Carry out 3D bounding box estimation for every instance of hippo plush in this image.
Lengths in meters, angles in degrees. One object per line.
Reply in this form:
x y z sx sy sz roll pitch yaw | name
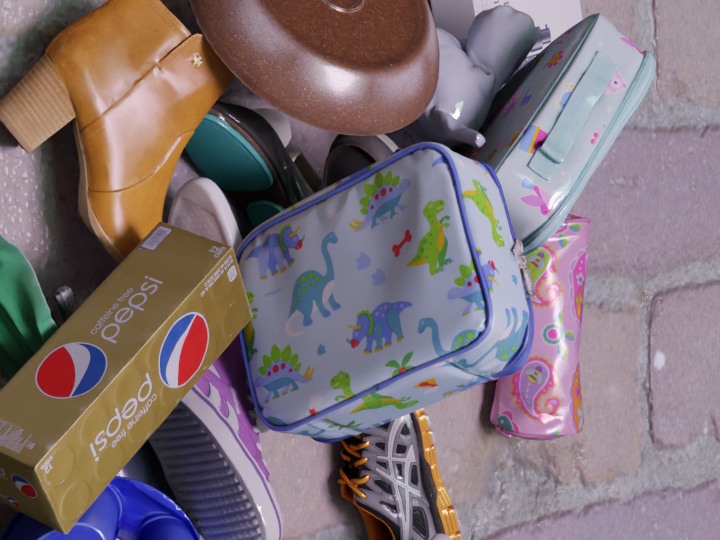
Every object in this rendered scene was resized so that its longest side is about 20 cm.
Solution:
0.022 -0.157 1.343 0.161 0.159 0.200 38 44 -7 | hippo plush

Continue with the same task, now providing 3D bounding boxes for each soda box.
-0.154 0.064 1.081 0.200 0.064 0.068 -50 145 -32 | soda box

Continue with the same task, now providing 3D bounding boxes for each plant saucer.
-0.023 -0.185 1.194 0.199 0.037 0.201 19 50 -24 | plant saucer

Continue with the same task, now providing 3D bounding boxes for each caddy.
-0.181 0.230 1.109 0.141 0.105 0.201 28 93 -11 | caddy

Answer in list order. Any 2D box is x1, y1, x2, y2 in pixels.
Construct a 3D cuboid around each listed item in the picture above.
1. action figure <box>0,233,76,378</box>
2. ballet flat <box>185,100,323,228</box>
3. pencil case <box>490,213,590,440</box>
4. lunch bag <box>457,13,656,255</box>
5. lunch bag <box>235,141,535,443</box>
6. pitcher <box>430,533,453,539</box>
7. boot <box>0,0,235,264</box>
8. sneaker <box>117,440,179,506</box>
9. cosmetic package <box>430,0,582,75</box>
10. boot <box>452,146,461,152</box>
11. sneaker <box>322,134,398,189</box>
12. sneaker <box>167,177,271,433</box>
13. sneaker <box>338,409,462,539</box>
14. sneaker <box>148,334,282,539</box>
-0.217 0.035 1.112 0.200 0.118 0.055 54 42 -43 | action figure
-0.071 -0.072 1.280 0.200 0.068 0.069 58 42 -43 | ballet flat
0.155 0.046 1.505 0.087 0.087 0.201 2 89 -46 | pencil case
0.133 -0.089 1.296 0.077 0.160 0.201 37 65 -11 | lunch bag
0.013 0.014 1.155 0.082 0.199 0.162 19 51 -53 | lunch bag
0.005 0.300 1.304 0.200 0.121 0.172 -45 157 -39 | pitcher
-0.136 -0.083 1.168 0.144 0.071 0.202 -39 115 -7 | boot
-0.134 0.201 1.212 0.108 0.070 0.201 -22 104 -42 | sneaker
0.130 -0.206 1.492 0.150 0.051 0.201 -24 108 -46 | cosmetic package
0.059 -0.028 1.389 0.155 0.076 0.201 1 107 -59 | boot
0.000 0.000 1.258 0.106 0.074 0.201 -26 108 -56 | sneaker
-0.076 0.010 1.273 0.099 0.070 0.201 -39 123 -42 | sneaker
0.016 0.150 1.369 0.077 0.078 0.201 -26 103 -21 | sneaker
-0.084 0.103 1.181 0.114 0.073 0.201 -8 53 -42 | sneaker
